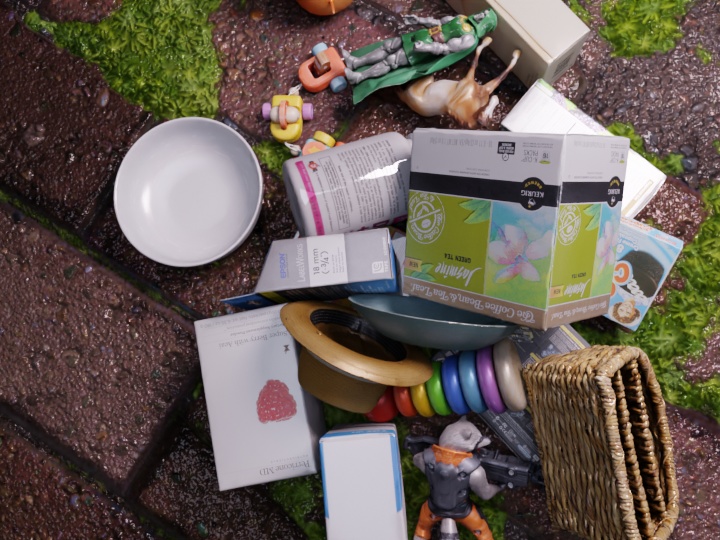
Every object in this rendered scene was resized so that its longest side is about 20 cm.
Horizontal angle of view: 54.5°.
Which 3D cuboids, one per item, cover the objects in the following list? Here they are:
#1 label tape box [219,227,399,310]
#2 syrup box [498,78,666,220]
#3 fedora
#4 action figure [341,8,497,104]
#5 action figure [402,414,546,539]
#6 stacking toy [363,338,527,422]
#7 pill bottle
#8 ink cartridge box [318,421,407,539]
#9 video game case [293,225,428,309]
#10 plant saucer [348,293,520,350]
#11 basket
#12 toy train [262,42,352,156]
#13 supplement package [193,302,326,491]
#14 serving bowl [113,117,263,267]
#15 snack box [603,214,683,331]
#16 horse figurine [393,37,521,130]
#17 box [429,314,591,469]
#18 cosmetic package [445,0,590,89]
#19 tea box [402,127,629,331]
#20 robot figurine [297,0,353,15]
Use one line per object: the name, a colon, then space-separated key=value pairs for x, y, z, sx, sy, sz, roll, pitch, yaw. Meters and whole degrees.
label tape box: x=-0.057 y=0.002 z=0.849 sx=0.200 sy=0.144 sz=0.063 roll=-7 pitch=81 yaw=4
syrup box: x=0.275 y=-0.141 z=0.889 sx=0.200 sy=0.079 sz=0.081 roll=40 pitch=87 yaw=10
fedora: x=-0.015 y=0.104 z=0.795 sx=0.200 sy=0.201 sz=0.082 roll=25 pitch=102 yaw=8
action figure: x=0.076 y=-0.287 z=0.891 sx=0.200 sy=0.055 sz=0.118 roll=-17 pitch=51 yaw=11
action figure: x=0.134 y=0.269 z=0.821 sx=0.200 sy=0.105 sz=0.194 roll=0 pitch=100 yaw=24
stacking toy: x=0.090 y=0.141 z=0.828 sx=0.200 sy=0.085 sz=0.086 roll=-15 pitch=80 yaw=18
pill bottle: x=0.011 y=-0.109 z=0.882 sx=0.200 sy=0.113 sz=0.114 roll=-17 pitch=80 yaw=-9
ink cartridge box: x=0.007 y=0.252 z=0.797 sx=0.086 sy=0.200 sz=0.147 roll=-6 pitch=82 yaw=3
video game case: x=0.000 y=0.000 z=0.927 sx=0.200 sy=0.017 sz=0.143 roll=26 pitch=85 yaw=8
plant saucer: x=0.083 y=0.061 z=0.797 sx=0.201 sy=0.201 sz=0.039 roll=8 pitch=94 yaw=7
basket: x=0.283 y=0.183 z=0.746 sx=0.142 sy=0.149 sz=0.200 roll=-9 pitch=87 yaw=-19
toy train: x=-0.051 y=-0.209 z=0.943 sx=0.150 sy=0.056 sz=0.200 roll=-25 pitch=80 yaw=2
supplement package: x=-0.117 y=0.153 z=0.864 sx=0.121 sy=0.120 sz=0.200 roll=-12 pitch=81 yaw=4
serving bowl: x=-0.222 y=-0.099 z=0.938 sx=0.200 sy=0.066 sz=0.201 roll=-1 pitch=81 yaw=5
snack box: x=0.268 y=-0.024 z=0.852 sx=0.200 sy=0.037 sz=0.116 roll=27 pitch=119 yaw=18
horse figurine: x=0.112 y=-0.242 z=0.906 sx=0.200 sy=0.050 sz=0.133 roll=20 pitch=77 yaw=38
box: x=0.209 y=0.131 z=0.872 sx=0.161 sy=0.049 sz=0.200 roll=-44 pitch=80 yaw=1
cosmetic package: x=0.196 y=-0.338 z=0.914 sx=0.073 sy=0.104 sz=0.200 roll=-40 pitch=79 yaw=-2
tea box: x=0.166 y=-0.055 z=0.780 sx=0.200 sy=0.133 sz=0.197 roll=13 pitch=105 yaw=46
robot figurine: x=-0.068 y=-0.431 z=0.946 sx=0.117 sy=0.144 sz=0.200 roll=-44 pitch=79 yaw=21
